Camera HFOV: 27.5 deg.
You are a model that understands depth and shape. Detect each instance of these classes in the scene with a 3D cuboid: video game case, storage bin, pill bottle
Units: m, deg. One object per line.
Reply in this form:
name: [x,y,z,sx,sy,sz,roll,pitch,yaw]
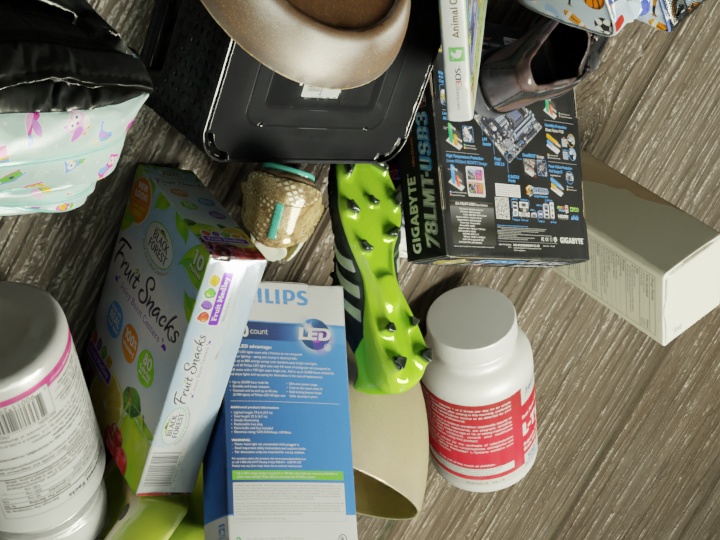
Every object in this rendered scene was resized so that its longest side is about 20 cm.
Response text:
video game case: [0.075,-0.240,1.073,0.201,0.022,0.183,-79,166,-50]
storage bin: [-0.047,-0.158,1.067,0.199,0.094,0.136,-4,122,-45]
pill bottle: [0.114,0.114,1.429,0.112,0.112,0.201,-33,139,-22]
pill bottle: [-0.248,0.116,1.062,0.113,0.113,0.201,-31,138,-25]

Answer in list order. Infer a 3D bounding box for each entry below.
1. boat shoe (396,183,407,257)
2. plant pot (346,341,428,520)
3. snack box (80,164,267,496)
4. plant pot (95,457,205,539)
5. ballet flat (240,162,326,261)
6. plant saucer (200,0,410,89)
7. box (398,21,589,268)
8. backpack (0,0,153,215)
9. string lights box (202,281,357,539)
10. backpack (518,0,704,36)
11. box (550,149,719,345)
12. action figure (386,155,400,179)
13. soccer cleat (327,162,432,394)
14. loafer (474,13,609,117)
boat shoe: [0.082,-0.044,1.318,0.199,0.074,0.065,3,138,-47]
plant pot: [-0.024,0.113,1.248,0.200,0.199,0.135,46,58,-52]
snack box: [-0.145,0.043,1.084,0.053,0.142,0.201,4,117,-35]
plant pot: [-0.149,0.254,1.188,0.181,0.200,0.199,35,95,-18]
ballet flat: [-0.063,-0.040,1.096,0.200,0.070,0.066,43,63,-88]
plant saucer: [-0.036,-0.217,0.968,0.199,0.201,0.032,-3,162,-44]
box: [0.111,-0.104,1.224,0.199,0.050,0.200,0,82,-47]
backpack: [-0.231,-0.108,0.889,0.199,0.167,0.127,-6,143,-46]
string lights box: [-0.063,0.111,1.094,0.102,0.201,0.059,4,161,-23]
backpack: [0.186,-0.288,1.142,0.154,0.200,0.191,-34,126,-23]
box: [0.236,-0.028,1.369,0.078,0.200,0.095,-32,138,-23]
action figure: [0.064,-0.109,1.254,0.199,0.052,0.066,-4,127,-47]
soccer cleat: [0.000,0.000,1.151,0.067,0.081,0.201,-5,80,-39]
loafer: [0.164,-0.177,1.213,0.200,0.063,0.072,-34,107,-44]
